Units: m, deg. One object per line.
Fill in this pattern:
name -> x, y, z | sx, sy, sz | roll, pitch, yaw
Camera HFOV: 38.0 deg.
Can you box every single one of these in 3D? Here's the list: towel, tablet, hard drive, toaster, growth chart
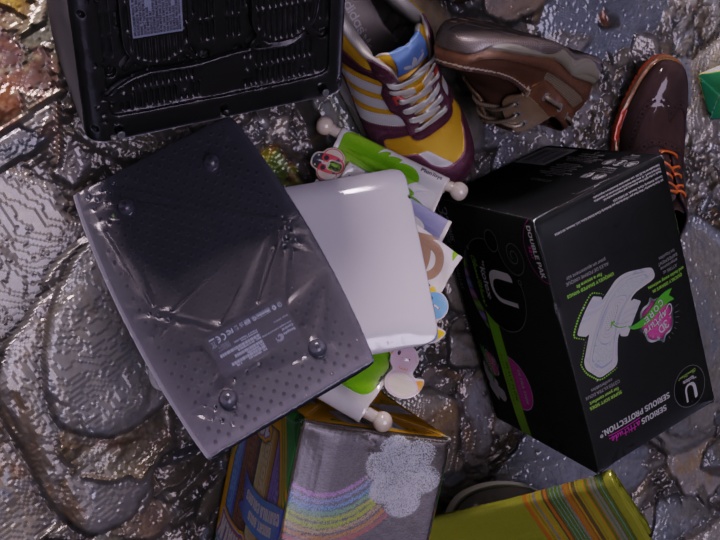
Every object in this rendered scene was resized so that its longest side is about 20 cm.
towel -> 0.122, 0.206, 0.821 | 0.197, 0.018, 0.087 | -20, 122, 25
tablet -> -0.053, 0.003, 0.718 | 0.196, 0.014, 0.133 | -9, 70, -5
hard drive -> -0.091, 0.010, 0.685 | 0.133, 0.042, 0.202 | -28, 72, -11
toaster -> -0.105, -0.198, 0.636 | 0.178, 0.119, 0.203 | -16, 135, -21
growth chart -> 0.000, 0.000, 0.737 | 0.142, 0.018, 0.203 | 20, 71, 6

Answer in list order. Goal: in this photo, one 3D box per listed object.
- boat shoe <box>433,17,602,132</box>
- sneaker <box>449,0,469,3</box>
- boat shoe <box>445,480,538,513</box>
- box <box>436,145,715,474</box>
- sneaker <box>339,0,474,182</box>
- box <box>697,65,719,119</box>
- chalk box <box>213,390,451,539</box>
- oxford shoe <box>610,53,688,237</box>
boat shoe -> 0.117, -0.137, 0.771 | 0.198, 0.075, 0.073 | 0, 112, -51
sneaker -> 0.122, -0.284, 0.789 | 0.199, 0.073, 0.085 | -42, 93, -13
boat shoe -> 0.163, 0.234, 0.896 | 0.199, 0.060, 0.073 | 21, 93, -26
box -> 0.164, 0.022, 0.809 | 0.123, 0.148, 0.204 | -24, 108, -20
sneaker -> 0.028, -0.136, 0.750 | 0.075, 0.090, 0.200 | -46, 114, -10
box -> 0.405, -0.186, 0.898 | 0.197, 0.117, 0.049 | -26, 103, -18
chalk box -> -0.031, 0.195, 0.768 | 0.122, 0.123, 0.204 | 10, 96, -26
oxford shoe -> 0.251, -0.078, 0.872 | 0.070, 0.072, 0.205 | 4, 98, -24
